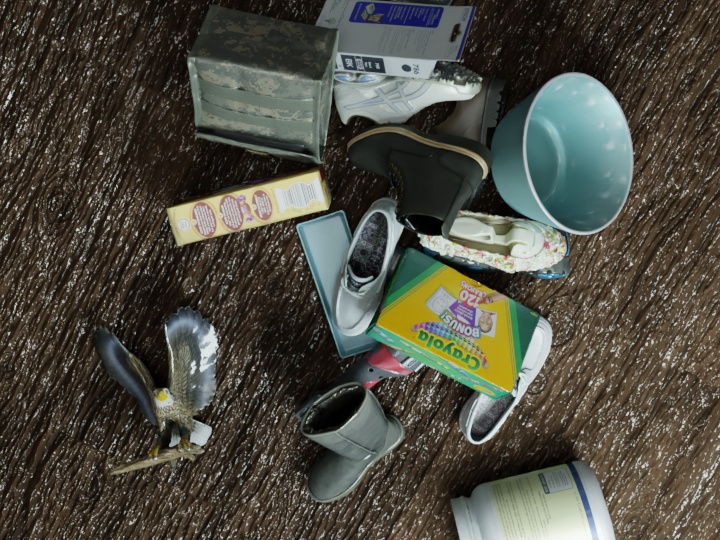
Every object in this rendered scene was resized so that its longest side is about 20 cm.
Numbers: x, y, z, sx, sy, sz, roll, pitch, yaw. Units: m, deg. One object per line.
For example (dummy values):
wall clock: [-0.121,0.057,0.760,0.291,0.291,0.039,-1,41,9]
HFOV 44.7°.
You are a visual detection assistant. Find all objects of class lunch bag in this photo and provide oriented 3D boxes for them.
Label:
lunch bag: [-0.120,-0.210,1.095,0.164,0.200,0.118,12,57,2]

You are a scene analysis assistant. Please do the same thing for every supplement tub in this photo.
supplement tub: [0.237,0.356,1.214,0.200,0.145,0.145,-14,100,3]

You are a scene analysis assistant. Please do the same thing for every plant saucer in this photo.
plant saucer: [-0.025,0.019,1.217,0.070,0.019,0.200,-18,99,3]

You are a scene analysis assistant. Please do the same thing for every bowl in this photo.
bowl: [0.244,-0.142,1.119,0.201,0.105,0.201,1,88,-35]

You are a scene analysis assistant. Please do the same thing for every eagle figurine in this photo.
eagle figurine: [-0.270,0.164,1.207,0.152,0.151,0.200,1,66,-39]

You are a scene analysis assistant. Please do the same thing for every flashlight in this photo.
flashlight: [0.005,0.159,1.214,0.200,0.068,0.068,-44,64,16]

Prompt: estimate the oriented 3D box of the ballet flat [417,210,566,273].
ballet flat: [0.172,-0.040,1.119,0.200,0.064,0.076,6,78,-4]

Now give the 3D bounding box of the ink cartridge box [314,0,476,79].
ink cartridge box: [0.039,-0.290,1.094,0.200,0.039,0.100,10,59,19]

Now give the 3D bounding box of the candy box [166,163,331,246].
candy box: [-0.141,-0.088,1.147,0.200,0.117,0.057,-15,101,2]

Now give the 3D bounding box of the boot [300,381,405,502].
boot: [-0.031,0.233,1.167,0.182,0.200,0.073,-45,68,1]

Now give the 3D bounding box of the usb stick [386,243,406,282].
usb stick: [0.104,0.020,1.209,0.200,0.033,0.056,28,100,-4]

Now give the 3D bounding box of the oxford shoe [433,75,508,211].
oxford shoe: [0.135,-0.159,1.165,0.084,0.073,0.200,13,98,14]

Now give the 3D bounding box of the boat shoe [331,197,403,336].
boat shoe: [0.001,0.000,1.157,0.070,0.072,0.201,23,109,13]

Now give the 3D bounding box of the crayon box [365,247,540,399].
crayon box: [0.121,0.071,1.149,0.200,0.058,0.119,27,69,-5]

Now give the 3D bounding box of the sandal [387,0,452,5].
sandal: [0.024,-0.379,1.126,0.200,0.048,0.075,7,99,0]

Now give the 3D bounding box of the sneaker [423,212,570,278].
sneaker: [0.185,-0.037,1.188,0.200,0.073,0.082,5,83,-6]

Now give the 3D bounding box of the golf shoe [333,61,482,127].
golf shoe: [0.059,-0.226,1.138,0.200,0.078,0.097,9,119,19]

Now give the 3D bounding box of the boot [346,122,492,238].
boot: [0.048,-0.111,1.099,0.200,0.138,0.077,7,142,33]

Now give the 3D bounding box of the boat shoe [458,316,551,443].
boat shoe: [0.202,0.153,1.215,0.072,0.069,0.200,36,99,-6]
